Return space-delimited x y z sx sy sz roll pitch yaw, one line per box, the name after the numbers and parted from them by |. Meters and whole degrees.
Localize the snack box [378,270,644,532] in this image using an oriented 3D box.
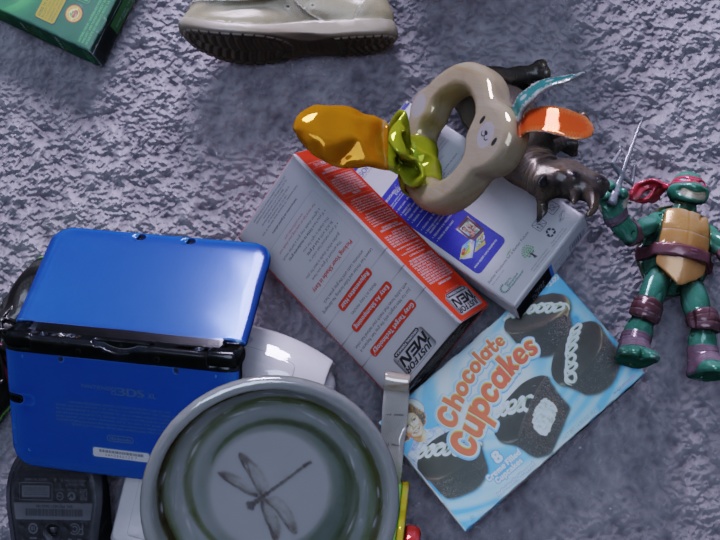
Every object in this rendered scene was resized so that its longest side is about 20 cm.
0.126 0.109 1.059 0.199 0.037 0.116 -41 76 -3 | snack box

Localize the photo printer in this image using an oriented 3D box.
-0.111 0.147 1.061 0.164 0.069 0.203 10 79 10 | photo printer

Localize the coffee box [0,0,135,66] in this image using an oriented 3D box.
-0.304 -0.289 1.183 0.198 0.044 0.124 24 82 10 | coffee box

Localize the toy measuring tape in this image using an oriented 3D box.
0.019 0.187 1.013 0.072 0.074 0.203 8 101 8 | toy measuring tape

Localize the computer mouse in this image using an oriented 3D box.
-0.259 0.239 1.073 0.136 0.053 0.204 4 89 9 | computer mouse

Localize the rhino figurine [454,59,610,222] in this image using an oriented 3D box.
0.143 -0.106 1.044 0.086 0.060 0.201 -14 47 -15 | rhino figurine

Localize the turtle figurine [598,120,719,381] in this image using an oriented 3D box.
0.267 -0.016 1.038 0.147 0.101 0.203 5 76 14 | turtle figurine

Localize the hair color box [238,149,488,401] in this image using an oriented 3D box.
0.000 0.000 1.063 0.200 0.061 0.102 46 120 13 | hair color box

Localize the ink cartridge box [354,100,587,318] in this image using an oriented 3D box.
0.088 -0.055 1.083 0.199 0.039 0.100 38 84 24 | ink cartridge box

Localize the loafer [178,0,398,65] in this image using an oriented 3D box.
-0.065 -0.231 1.134 0.197 0.076 0.069 0 77 -3 | loafer

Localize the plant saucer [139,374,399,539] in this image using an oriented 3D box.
-0.070 0.173 0.972 0.197 0.050 0.204 -1 103 -5 | plant saucer

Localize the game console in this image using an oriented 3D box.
-0.179 0.070 1.043 0.197 0.118 0.173 5 109 11 | game console

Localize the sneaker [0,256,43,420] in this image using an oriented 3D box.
-0.317 0.078 1.090 0.076 0.084 0.201 32 84 11 | sneaker

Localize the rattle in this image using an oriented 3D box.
0.064 -0.124 0.979 0.142 0.199 0.131 35 74 -26 | rattle
